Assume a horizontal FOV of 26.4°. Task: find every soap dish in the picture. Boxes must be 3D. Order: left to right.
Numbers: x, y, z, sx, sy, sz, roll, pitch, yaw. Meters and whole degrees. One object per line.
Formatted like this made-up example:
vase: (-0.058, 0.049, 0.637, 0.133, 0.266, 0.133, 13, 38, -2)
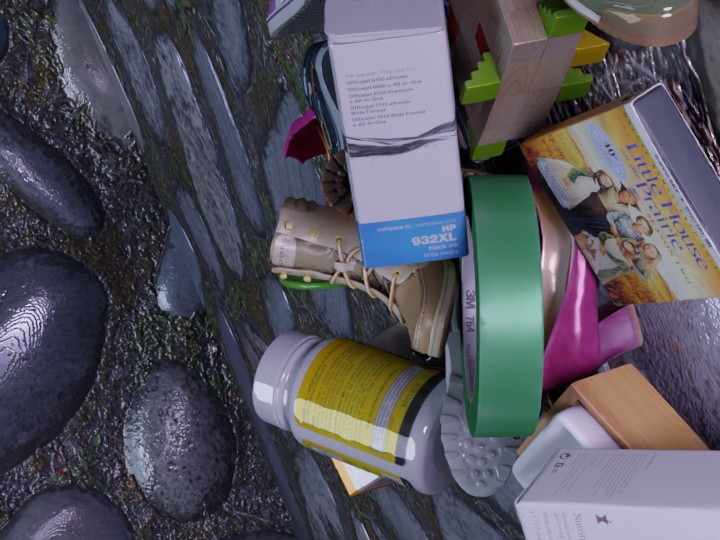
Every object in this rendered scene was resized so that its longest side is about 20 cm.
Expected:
soap dish: (0.207, 0.165, 1.204, 0.157, 0.081, 0.200, 48, 161, 12)

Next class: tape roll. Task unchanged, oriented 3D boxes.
tape roll: (0.105, 0.027, 1.173, 0.200, 0.048, 0.201, 179, 90, -89)

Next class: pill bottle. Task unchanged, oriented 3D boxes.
pill bottle: (0.003, 0.129, 1.460, 0.200, 0.114, 0.114, 18, 138, 30)

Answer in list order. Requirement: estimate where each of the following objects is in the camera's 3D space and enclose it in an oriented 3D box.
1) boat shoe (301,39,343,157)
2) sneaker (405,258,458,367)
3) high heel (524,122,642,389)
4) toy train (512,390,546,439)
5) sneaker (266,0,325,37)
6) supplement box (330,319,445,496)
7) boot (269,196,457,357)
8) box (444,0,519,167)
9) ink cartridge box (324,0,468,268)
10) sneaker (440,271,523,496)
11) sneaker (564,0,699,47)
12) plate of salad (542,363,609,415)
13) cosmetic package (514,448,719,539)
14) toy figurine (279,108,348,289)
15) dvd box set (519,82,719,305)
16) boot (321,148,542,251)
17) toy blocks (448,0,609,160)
boat shoe: (0.002, -0.120, 1.417, 0.091, 0.071, 0.200, -151, 43, -73)
sneaker: (0.063, -0.004, 1.436, 0.091, 0.076, 0.200, 1, -110, -58)
high heel: (0.143, -0.010, 1.187, 0.200, 0.096, 0.067, 70, 166, -13)
toy train: (0.121, 0.049, 1.298, 0.034, 0.046, 0.200, 106, 158, -58)
sneaker: (-0.056, -0.310, 1.514, 0.114, 0.073, 0.200, 69, 156, 7)
supplement box: (0.051, 0.123, 1.541, 0.074, 0.200, 0.126, -2, -119, -57)
boot: (0.000, 0.000, 1.295, 0.200, 0.155, 0.073, -94, 15, -59)
box: (0.052, -0.186, 1.346, 0.200, 0.050, 0.198, 68, 167, -7)
ink cartridge box: (0.027, -0.126, 1.132, 0.145, 0.084, 0.200, -91, -6, -50)
sneaker: (0.109, 0.101, 1.361, 0.081, 0.076, 0.200, 66, -156, -74)
sneaker: (0.136, -0.225, 0.931, 0.090, 0.067, 0.200, 76, 167, -51)
plate of salad: (0.166, 0.080, 1.346, 0.200, 0.048, 0.200, 58, 163, 29)
cosmetic package: (0.220, 0.186, 1.043, 0.200, 0.081, 0.113, -5, 112, 35)
toy figurine: (-0.012, -0.086, 1.615, 0.200, 0.150, 0.184, 7, 112, 49)
dvd box set: (0.190, -0.045, 1.058, 0.146, 0.029, 0.200, 58, 166, -6)
boot: (0.071, -0.063, 1.305, 0.107, 0.200, 0.075, -58, -12, -77)
toy blocks: (0.101, -0.187, 1.109, 0.200, 0.100, 0.137, 103, 153, -67)
